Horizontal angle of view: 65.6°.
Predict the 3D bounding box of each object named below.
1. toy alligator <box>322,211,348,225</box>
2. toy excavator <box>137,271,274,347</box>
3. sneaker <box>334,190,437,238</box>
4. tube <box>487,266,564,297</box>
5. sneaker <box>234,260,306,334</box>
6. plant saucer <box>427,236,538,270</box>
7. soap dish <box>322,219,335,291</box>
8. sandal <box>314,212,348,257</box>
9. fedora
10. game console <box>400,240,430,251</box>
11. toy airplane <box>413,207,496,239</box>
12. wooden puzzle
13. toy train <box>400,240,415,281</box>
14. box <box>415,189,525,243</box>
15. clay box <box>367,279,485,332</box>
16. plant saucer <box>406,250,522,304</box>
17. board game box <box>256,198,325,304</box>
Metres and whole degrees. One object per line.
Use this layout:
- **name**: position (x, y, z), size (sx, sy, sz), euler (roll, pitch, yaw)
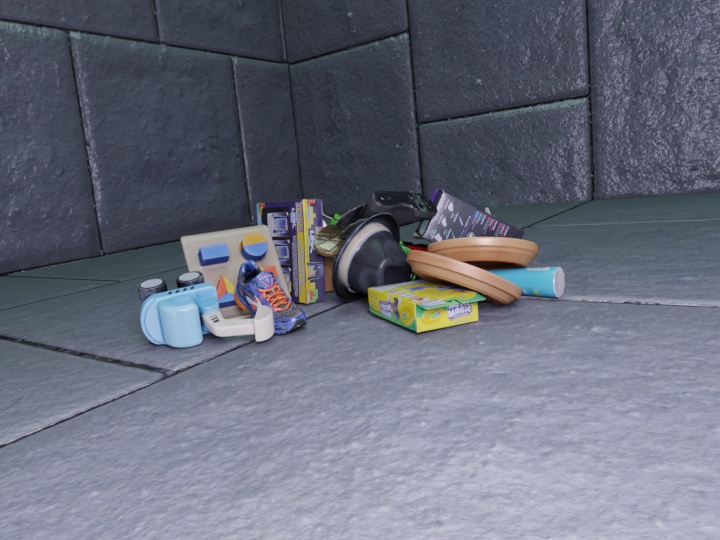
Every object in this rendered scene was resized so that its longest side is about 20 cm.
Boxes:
- **toy alligator**: position (-0.021, -0.100, 1.250), size (0.055, 0.198, 0.059), euler (-51, -7, -14)
- **toy excavator**: position (-0.253, 0.080, 0.907), size (0.189, 0.103, 0.199), euler (-13, 24, -25)
- **sneaker**: position (0.053, -0.102, 1.095), size (0.195, 0.061, 0.105), euler (1, -41, -36)
- **tube**: position (0.262, 0.019, 0.999), size (0.196, 0.052, 0.077), euler (1, -25, 43)
- **sneaker**: position (-0.162, 0.045, 0.955), size (0.074, 0.081, 0.198), euler (-21, 35, -37)
- **plant saucer**: position (0.215, -0.023, 0.992), size (0.193, 0.039, 0.200), euler (2, -7, 0)
- **soap dish**: position (-0.100, -0.037, 1.282), size (0.079, 0.161, 0.200), euler (-26, 12, -9)
- **sandal**: position (-0.033, -0.065, 1.140), size (0.078, 0.055, 0.200), euler (18, 28, 11)
- **fedora**: position (0.037, -0.004, 1.024), size (0.091, 0.205, 0.198), euler (35, 31, 28)
- **game console**: position (0.136, 0.002, 1.287), size (0.172, 0.120, 0.199), euler (-42, 19, -13)
- **toy airplane**: position (0.259, -0.102, 1.435), size (0.194, 0.146, 0.198), euler (-11, 10, -24)
- **wooden puzzle**: position (-0.236, -0.002, 1.079), size (0.180, 0.204, 0.047), euler (-11, -25, -29)
- **toy train**: position (0.084, -0.029, 1.184), size (0.041, 0.058, 0.200), euler (24, 11, -16)
- **box**: position (0.230, -0.082, 1.195), size (0.195, 0.109, 0.122), euler (25, 8, -5)
- **clay box**: position (0.102, 0.055, 0.892), size (0.111, 0.049, 0.199), euler (-8, 10, -22)
- **plant saucer**: position (0.166, 0.016, 0.919), size (0.195, 0.033, 0.200), euler (21, -3, 1)
- **board game box**: position (-0.146, -0.042, 1.160), size (0.162, 0.207, 0.056), euler (4, 7, 44)
